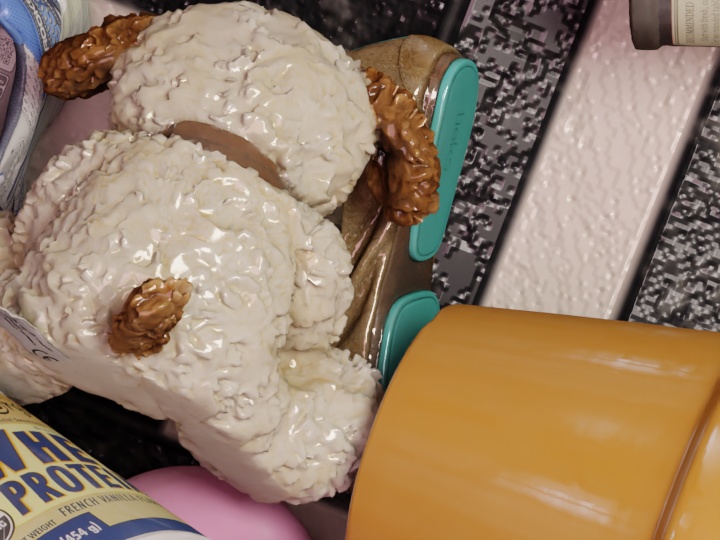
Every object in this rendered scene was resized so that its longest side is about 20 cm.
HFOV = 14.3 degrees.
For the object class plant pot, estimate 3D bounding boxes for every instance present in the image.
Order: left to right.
[{"bbox_3d":[0.100,0.100,1.134,0.182,0.200,0.201,18,98,18],"label":"plant pot"}]

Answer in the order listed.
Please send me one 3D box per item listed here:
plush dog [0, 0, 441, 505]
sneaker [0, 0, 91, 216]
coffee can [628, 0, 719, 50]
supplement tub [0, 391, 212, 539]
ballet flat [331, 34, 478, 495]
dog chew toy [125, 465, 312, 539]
[{"bbox_3d":[-0.063,-0.027,1.115,0.199,0.161,0.173,19,66,2],"label":"plush dog"},{"bbox_3d":[-0.174,-0.036,1.209,0.077,0.085,0.201,14,98,7],"label":"sneaker"},{"bbox_3d":[0.207,-0.155,1.108,0.199,0.146,0.147,3,96,8],"label":"coffee can"},{"bbox_3d":[-0.148,0.123,1.065,0.200,0.144,0.145,30,101,35],"label":"supplement tub"},{"bbox_3d":[0.000,0.000,1.201,0.072,0.068,0.201,10,99,24],"label":"ballet flat"},{"bbox_3d":[-0.049,0.159,1.153,0.124,0.200,0.125,-11,114,-27],"label":"dog chew toy"}]
